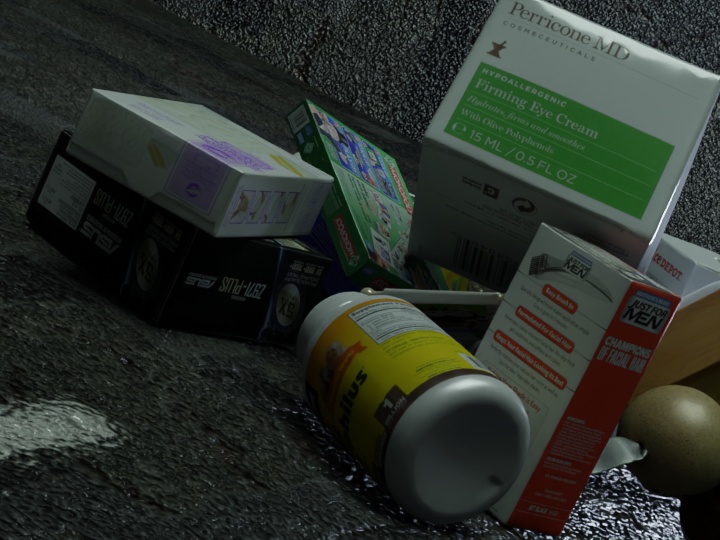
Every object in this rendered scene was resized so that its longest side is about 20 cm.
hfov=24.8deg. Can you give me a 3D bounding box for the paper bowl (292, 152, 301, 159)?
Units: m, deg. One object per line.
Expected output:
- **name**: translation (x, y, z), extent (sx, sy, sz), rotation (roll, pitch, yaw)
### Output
- **paper bowl**: translation (-0.029, -0.058, 1.782), extent (0.200, 0.105, 0.201), rotation (25, 11, -5)

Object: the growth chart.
- **growth chart**: translation (0.087, 0.037, 1.342), extent (0.144, 0.018, 0.200), rotation (-1, -12, 20)

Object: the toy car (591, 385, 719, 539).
- **toy car**: translation (0.252, 0.154, 1.297), extent (0.199, 0.158, 0.164), rotation (14, 22, -9)

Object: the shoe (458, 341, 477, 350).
- **shoe**: translation (0.101, 0.061, 1.563), extent (0.200, 0.053, 0.070), rotation (32, 15, -5)

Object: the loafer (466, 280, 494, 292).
- **loafer**: translation (0.165, 0.032, 1.578), extent (0.076, 0.068, 0.200), rotation (19, 17, 33)

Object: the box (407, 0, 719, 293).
- **box**: translation (0.164, -0.084, 1.355), extent (0.198, 0.172, 0.200), rotation (25, -25, 9)

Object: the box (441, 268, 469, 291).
- **box**: translation (0.036, -0.001, 1.607), extent (0.199, 0.118, 0.048), rotation (22, 38, -12)

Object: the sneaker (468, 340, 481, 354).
- **sneaker**: translation (0.194, 0.084, 1.495), extent (0.199, 0.073, 0.112), rotation (-23, 57, -32)

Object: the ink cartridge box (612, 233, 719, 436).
- **ink cartridge box**: translation (0.299, 0.074, 1.629), extent (0.084, 0.201, 0.146), rotation (22, 10, -15)

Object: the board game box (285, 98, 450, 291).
- **board game box**: translation (0.010, -0.050, 1.453), extent (0.134, 0.029, 0.200), rotation (32, 28, -45)

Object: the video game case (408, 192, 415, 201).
- **video game case**: translation (0.022, -0.021, 1.633), extent (0.199, 0.143, 0.017), rotation (24, 38, -11)

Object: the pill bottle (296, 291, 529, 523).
- **pill bottle**: translation (0.028, 0.088, 1.163), extent (0.109, 0.110, 0.200), rotation (19, 12, -32)

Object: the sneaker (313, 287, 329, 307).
- **sneaker**: translation (-0.058, -0.004, 1.525), extent (0.200, 0.077, 0.079), rotation (38, 39, -42)

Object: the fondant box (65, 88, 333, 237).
- **fondant box**: translation (-0.123, -0.084, 1.318), extent (0.144, 0.058, 0.200), rotation (29, 12, 16)

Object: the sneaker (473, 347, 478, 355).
- **sneaker**: translation (0.155, 0.124, 1.404), extent (0.200, 0.081, 0.089), rotation (35, 42, -57)

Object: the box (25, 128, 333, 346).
- **box**: translation (-0.153, -0.027, 1.365), extent (0.200, 0.086, 0.163), rotation (34, 13, 38)

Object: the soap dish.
- **soap dish**: translation (0.303, 0.113, 1.439), extent (0.200, 0.157, 0.081), rotation (50, 18, -40)

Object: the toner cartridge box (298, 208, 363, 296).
- **toner cartridge box**: translation (0.000, 0.000, 1.454), extent (0.200, 0.043, 0.095), rotation (52, 21, -2)

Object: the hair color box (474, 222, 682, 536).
- **hair color box**: translation (0.140, 0.080, 1.213), extent (0.064, 0.201, 0.111), rotation (17, 13, -38)
